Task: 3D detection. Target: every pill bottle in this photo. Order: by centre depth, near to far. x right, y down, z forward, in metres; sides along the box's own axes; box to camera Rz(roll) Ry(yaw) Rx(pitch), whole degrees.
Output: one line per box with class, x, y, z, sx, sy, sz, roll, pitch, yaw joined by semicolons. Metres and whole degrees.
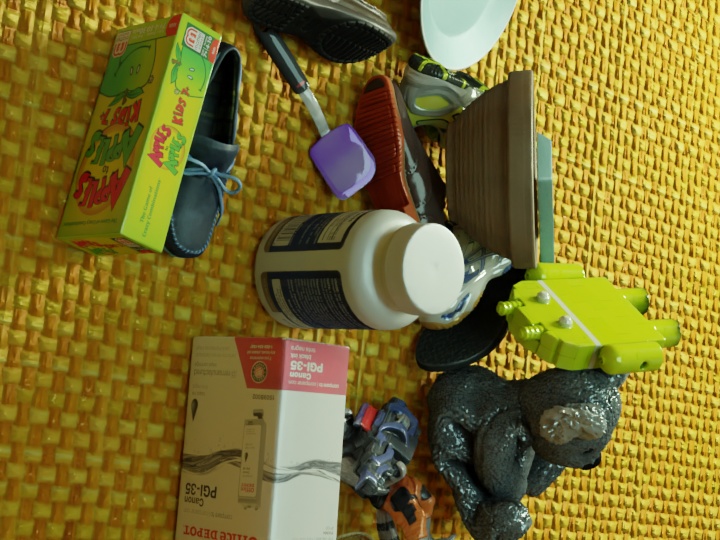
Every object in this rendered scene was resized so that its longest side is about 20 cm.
pill bottle;0.000;0.000;1.443;0.110;0.199;0.113;1;89;-43

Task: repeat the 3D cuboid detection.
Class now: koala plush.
koala plush;0.186;0.159;1.596;0.185;0.199;0.177;57;35;-6

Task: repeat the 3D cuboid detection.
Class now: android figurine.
android figurine;0.235;0.051;1.600;0.198;0.182;0.041;0;123;-28

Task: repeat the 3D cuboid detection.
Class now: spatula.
spatula;-0.050;-0.166;1.516;0.056;0.021;0.201;-36;112;-11

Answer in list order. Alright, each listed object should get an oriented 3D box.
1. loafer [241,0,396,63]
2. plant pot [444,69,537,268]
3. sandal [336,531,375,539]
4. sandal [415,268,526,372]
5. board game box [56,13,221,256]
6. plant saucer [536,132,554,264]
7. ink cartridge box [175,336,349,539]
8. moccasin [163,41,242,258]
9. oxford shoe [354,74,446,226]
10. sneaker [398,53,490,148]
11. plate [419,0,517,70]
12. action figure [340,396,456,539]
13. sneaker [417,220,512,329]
loafer;-0.037;-0.264;1.501;0.199;0.072;0.072;18;56;-50
plant pot;0.135;-0.102;1.570;0.201;0.091;0.204;-1;90;-83
sandal;-0.014;0.275;1.452;0.212;0.070;0.077;50;46;2
sandal;0.134;0.060;1.661;0.200;0.075;0.048;-40;136;-37
board game box;-0.193;-0.116;1.330;0.047;0.101;0.203;26;71;-40
plant saucer;0.201;-0.055;1.656;0.201;0.019;0.071;81;10;-49
ink cartridge box;-0.090;0.164;1.390;0.082;0.145;0.203;10;82;-41
moccasin;-0.149;-0.113;1.394;0.080;0.068;0.203;6;85;-43
oxford shoe;0.045;-0.101;1.572;0.072;0.071;0.203;-10;91;-41
sneaker;0.104;-0.171;1.650;0.199;0.075;0.077;17;108;-44
plate;0.116;-0.316;1.646;0.199;0.025;0.203;-33;134;-42
action figure;0.015;0.216;1.500;0.194;0.104;0.200;54;20;0
sneaker;0.117;-0.030;1.642;0.200;0.075;0.089;-50;120;-33
